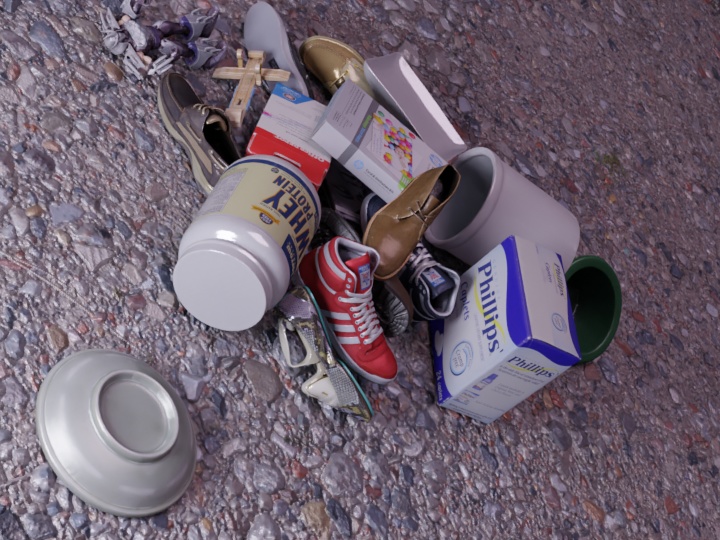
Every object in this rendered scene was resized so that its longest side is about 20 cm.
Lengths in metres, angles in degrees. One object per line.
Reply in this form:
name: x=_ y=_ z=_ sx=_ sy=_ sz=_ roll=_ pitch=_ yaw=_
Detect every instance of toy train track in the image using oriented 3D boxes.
toy train track: x=-0.165 y=-0.270 z=1.756 sx=0.113 sy=0.033 sz=0.201 roll=3 pitch=39 yaw=6

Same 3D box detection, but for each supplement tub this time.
supplement tub: x=-0.142 y=-0.036 z=1.544 sx=0.145 sy=0.145 sz=0.201 roll=39 pitch=40 yaw=-13

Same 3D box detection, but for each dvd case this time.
dvd case: x=-0.001 y=-0.121 z=1.840 sx=0.147 sy=0.016 sz=0.201 roll=22 pitch=33 yaw=-33

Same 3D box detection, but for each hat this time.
hat: x=0.325 y=0.045 z=2.073 sx=0.164 sy=0.175 sz=0.203 roll=24 pitch=81 yaw=-33

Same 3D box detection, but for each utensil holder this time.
utensil holder: x=0.224 y=-0.073 z=1.944 sx=0.199 sy=0.169 sz=0.172 roll=29 pitch=41 yaw=-28

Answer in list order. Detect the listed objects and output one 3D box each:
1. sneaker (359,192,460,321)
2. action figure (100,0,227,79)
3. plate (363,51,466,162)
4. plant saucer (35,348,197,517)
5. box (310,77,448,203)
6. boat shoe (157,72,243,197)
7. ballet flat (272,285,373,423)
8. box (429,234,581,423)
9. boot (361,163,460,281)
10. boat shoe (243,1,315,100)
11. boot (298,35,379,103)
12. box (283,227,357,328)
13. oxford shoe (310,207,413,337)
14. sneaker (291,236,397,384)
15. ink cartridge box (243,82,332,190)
sneaker: x=0.073 y=-0.019 z=1.735 sx=0.070 sy=0.108 sz=0.202 roll=-30 pitch=106 yaw=-25
action figure: x=-0.280 y=-0.327 z=1.719 sx=0.198 sy=0.069 sz=0.132 roll=-12 pitch=73 yaw=-47
plate: x=0.083 y=-0.253 z=1.958 sx=0.201 sy=0.032 sz=0.199 roll=54 pitch=21 yaw=0
plant saucer: x=-0.253 y=0.166 z=1.339 sx=0.198 sy=0.050 sz=0.202 roll=27 pitch=43 yaw=-28
box: x=0.031 y=-0.170 z=1.765 sx=0.199 sy=0.041 sz=0.156 roll=41 pitch=32 yaw=-11
boat shoe: x=-0.207 y=-0.191 z=1.671 sx=0.074 sy=0.073 sz=0.202 roll=-15 pitch=70 yaw=-51
ballet flat: x=-0.055 y=0.119 z=1.572 sx=0.202 sy=0.071 sz=0.072 roll=63 pitch=35 yaw=-11
box: x=0.199 y=0.084 z=1.753 sx=0.104 sy=0.200 sz=0.186 roll=22 pitch=45 yaw=-30
boot: x=0.067 y=-0.071 z=1.644 sx=0.074 sy=0.075 sz=0.201 roll=42 pitch=58 yaw=-10
boat shoe: x=-0.123 y=-0.318 z=1.884 sx=0.056 sy=0.068 sz=0.202 roll=20 pitch=45 yaw=-60
boot: x=-0.017 y=-0.268 z=1.930 sx=0.199 sy=0.073 sz=0.157 roll=38 pitch=31 yaw=-26
box: x=-0.056 y=0.002 z=1.692 sx=0.136 sy=0.039 sz=0.202 roll=19 pitch=47 yaw=-35
oxford shoe: x=0.000 y=0.000 z=1.675 sx=0.201 sy=0.072 sz=0.084 roll=55 pitch=20 yaw=1
sneaker: x=0.003 y=0.048 z=1.587 sx=0.201 sy=0.112 sz=0.071 roll=51 pitch=40 yaw=-3
ink cartridge box: x=-0.098 y=-0.172 z=1.738 sx=0.115 sy=0.068 sz=0.201 roll=25 pitch=35 yaw=-7
